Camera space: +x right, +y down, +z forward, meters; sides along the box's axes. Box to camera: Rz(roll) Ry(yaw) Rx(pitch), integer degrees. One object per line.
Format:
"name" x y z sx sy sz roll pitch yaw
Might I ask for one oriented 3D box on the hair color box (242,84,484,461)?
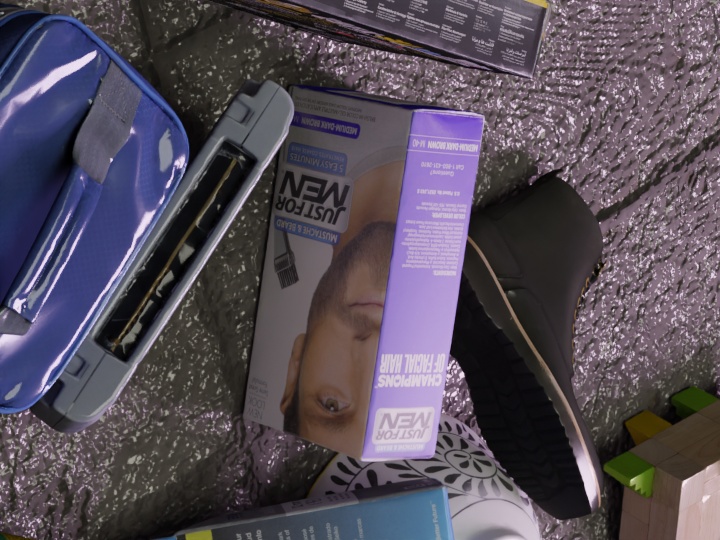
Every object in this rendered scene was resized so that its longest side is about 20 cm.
"hair color box" 0.000 0.000 1.261 0.065 0.109 0.201 0 100 -43

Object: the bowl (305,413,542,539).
"bowl" 0.053 0.195 1.373 0.200 0.094 0.202 -12 108 -40

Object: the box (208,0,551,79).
"box" -0.022 -0.154 1.164 0.200 0.159 0.050 12 92 -43

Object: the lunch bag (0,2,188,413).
"lunch bag" -0.187 -0.030 1.060 0.136 0.132 0.200 42 72 -41

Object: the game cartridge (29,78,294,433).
"game cartridge" -0.105 -0.004 1.150 0.041 0.133 0.200 34 78 -10

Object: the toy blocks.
"toy blocks" 0.253 0.169 1.568 0.200 0.100 0.137 -23 127 -36

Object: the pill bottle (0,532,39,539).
"pill bottle" -0.136 0.206 1.153 0.199 0.113 0.113 16 90 -28

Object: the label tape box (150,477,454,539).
"label tape box" -0.038 0.208 1.271 0.199 0.066 0.144 -9 91 -4

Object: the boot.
"boot" 0.129 0.041 1.384 0.138 0.077 0.201 -32 99 -39
